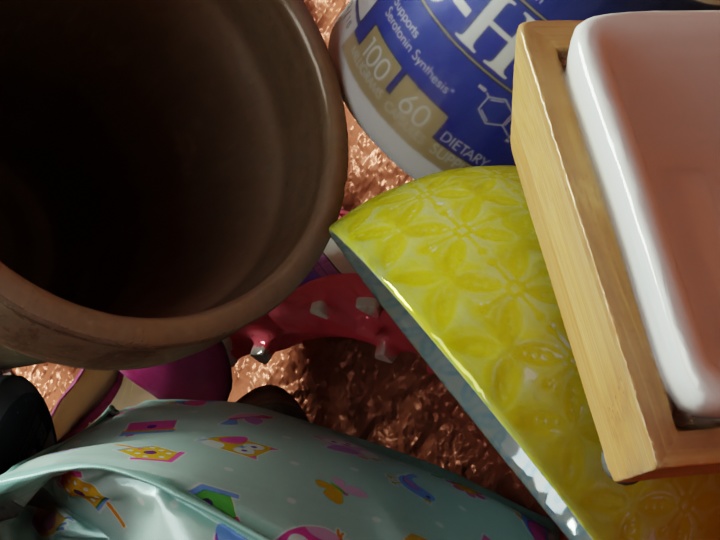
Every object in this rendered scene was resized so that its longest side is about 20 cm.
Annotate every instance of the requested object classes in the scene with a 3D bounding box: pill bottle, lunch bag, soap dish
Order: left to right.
[{"bbox_3d":[-0.045,0.122,0.983,0.200,0.170,0.122,25,106,12],"label":"lunch bag"},{"bbox_3d":[0.088,-0.126,0.962,0.200,0.120,0.120,-50,51,31],"label":"pill bottle"},{"bbox_3d":[0.152,-0.008,0.829,0.081,0.200,0.157,-51,49,53],"label":"soap dish"}]

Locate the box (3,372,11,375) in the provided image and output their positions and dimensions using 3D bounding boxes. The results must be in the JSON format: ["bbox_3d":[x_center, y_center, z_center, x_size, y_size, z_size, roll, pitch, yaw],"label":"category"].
[{"bbox_3d":[-0.267,0.124,1.350,0.095,0.078,0.200,40,113,43],"label":"box"}]

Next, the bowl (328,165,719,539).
[{"bbox_3d":[0.090,0.028,0.920,0.108,0.200,0.200,-39,50,-2],"label":"bowl"}]

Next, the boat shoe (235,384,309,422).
[{"bbox_3d":[-0.077,0.132,1.151,0.200,0.072,0.068,-51,35,33],"label":"boat shoe"}]

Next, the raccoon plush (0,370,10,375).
[{"bbox_3d":[-0.140,-0.007,1.253,0.200,0.134,0.097,-113,24,-72],"label":"raccoon plush"}]

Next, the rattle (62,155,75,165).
[{"bbox_3d":[-0.105,-0.136,1.159,0.130,0.143,0.200,7,88,41],"label":"rattle"}]

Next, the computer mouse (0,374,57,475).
[{"bbox_3d":[-0.158,0.120,1.032,0.053,0.200,0.139,10,49,14],"label":"computer mouse"}]

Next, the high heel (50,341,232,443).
[{"bbox_3d":[-0.116,0.078,1.133,0.067,0.096,0.200,38,153,7],"label":"high heel"}]

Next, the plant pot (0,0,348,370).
[{"bbox_3d":[-0.130,-0.036,0.980,0.175,0.200,0.200,-36,59,51],"label":"plant pot"}]

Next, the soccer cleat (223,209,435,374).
[{"bbox_3d":[0.000,0.000,1.088,0.200,0.067,0.076,-4,54,42],"label":"soccer cleat"}]
